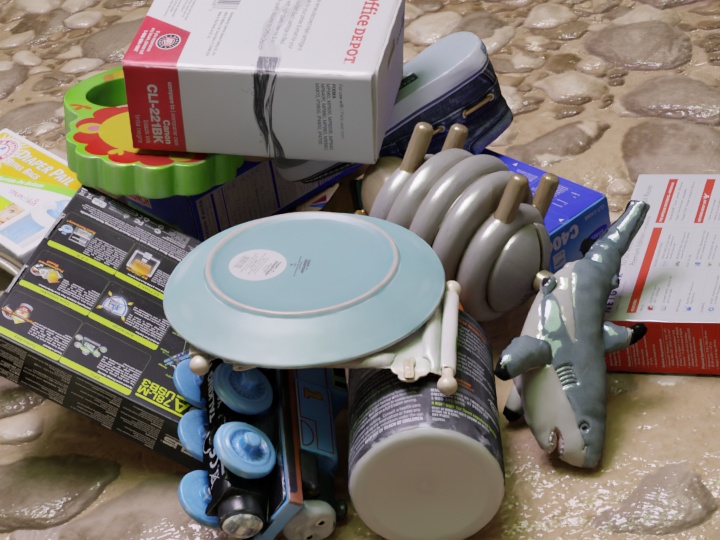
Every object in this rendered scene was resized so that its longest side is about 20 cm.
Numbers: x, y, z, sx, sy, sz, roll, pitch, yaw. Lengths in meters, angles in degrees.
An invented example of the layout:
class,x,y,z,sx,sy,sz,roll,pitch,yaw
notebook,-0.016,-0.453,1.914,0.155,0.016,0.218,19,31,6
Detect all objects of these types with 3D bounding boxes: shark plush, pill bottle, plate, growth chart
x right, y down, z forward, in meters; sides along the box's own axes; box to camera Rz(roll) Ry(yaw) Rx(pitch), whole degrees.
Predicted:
class,x,y,z,sx,sy,sz,roll,pitch,yaw
shark plush,0.165,0.044,1.413,0.083,0.091,0.200,18,57,17
pill bottle,0.044,0.091,1.383,0.106,0.106,0.200,-9,33,6
plate,-0.040,0.003,1.378,0.200,0.026,0.200,-3,33,2
growth chart,-0.024,0.034,1.364,0.199,0.018,0.145,3,33,9

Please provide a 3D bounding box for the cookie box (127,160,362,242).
class,x,y,z,sx,sy,sz,roll,pitch,yaw
cookie box,-0.119,-0.109,1.753,0.200,0.075,0.171,-32,40,-27

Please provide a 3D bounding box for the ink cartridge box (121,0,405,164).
class,x,y,z,sx,sy,sz,roll,pitch,yaw
ink cartridge box,-0.071,-0.161,1.558,0.199,0.084,0.144,4,37,10

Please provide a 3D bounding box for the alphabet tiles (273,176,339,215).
class,x,y,z,sx,sy,sz,roll,pitch,yaw
alphabet tiles,-0.095,-0.034,1.709,0.167,0.008,0.200,-13,33,0

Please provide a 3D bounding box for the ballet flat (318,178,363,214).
class,x,y,z,sx,sy,sz,roll,pitch,yaw
ballet flat,0.000,0.000,1.588,0.063,0.069,0.200,-36,29,15

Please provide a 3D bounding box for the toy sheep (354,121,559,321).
class,x,y,z,sx,sy,sz,roll,pitch,yaw
toy sheep,0.080,-0.030,1.495,0.200,0.138,0.138,33,53,32

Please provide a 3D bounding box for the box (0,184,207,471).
class,x,y,z,sx,sy,sz,roll,pitch,yaw
box,-0.166,0.041,1.502,0.200,0.048,0.193,26,42,0

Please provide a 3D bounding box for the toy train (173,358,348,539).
class,x,y,z,sx,sy,sz,roll,pitch,yaw
toy train,-0.065,0.109,1.389,0.114,0.087,0.200,17,40,-24

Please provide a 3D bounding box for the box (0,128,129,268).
class,x,y,z,sx,sy,sz,roll,pitch,yaw
box,-0.284,-0.030,1.681,0.112,0.102,0.200,-33,38,-27

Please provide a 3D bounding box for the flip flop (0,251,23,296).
class,x,y,z,sx,sy,sz,roll,pitch,yaw
flip flop,-0.274,0.045,1.556,0.200,0.081,0.058,30,39,19

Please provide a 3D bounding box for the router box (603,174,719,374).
class,x,y,z,sx,sy,sz,roll,pitch,yaw
router box,0.282,-0.001,1.489,0.179,0.049,0.200,1,36,21

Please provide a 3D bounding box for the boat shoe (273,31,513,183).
class,x,y,z,sx,sy,sz,roll,pitch,yaw
boat shoe,0.032,-0.109,1.638,0.200,0.091,0.071,-30,33,1

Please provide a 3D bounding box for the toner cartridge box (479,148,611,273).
class,x,y,z,sx,sy,sz,roll,pitch,yaw
toner cartridge box,0.103,-0.052,1.633,0.095,0.043,0.200,-34,38,-27

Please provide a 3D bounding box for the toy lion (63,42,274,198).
class,x,y,z,sx,sy,sz,roll,pitch,yaw
toy lion,-0.170,-0.117,1.624,0.200,0.069,0.192,22,35,35
